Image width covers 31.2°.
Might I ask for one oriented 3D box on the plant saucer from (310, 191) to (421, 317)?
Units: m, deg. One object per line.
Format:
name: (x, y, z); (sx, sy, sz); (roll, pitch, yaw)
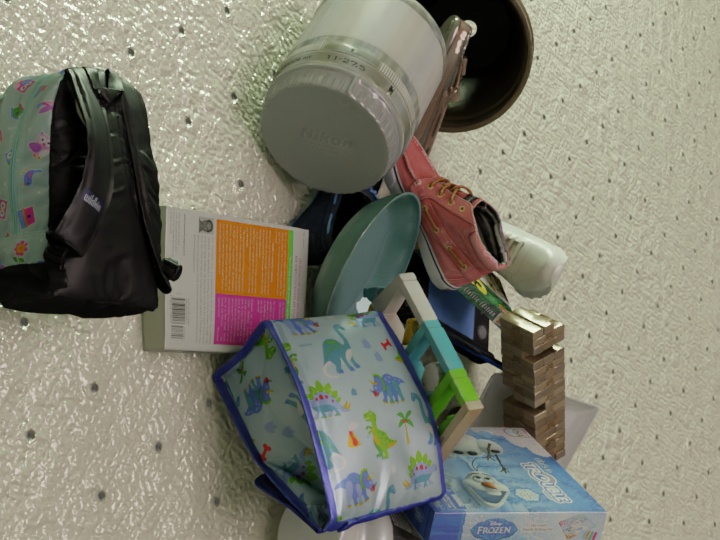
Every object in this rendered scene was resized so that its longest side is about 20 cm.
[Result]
plant saucer: (0.000, 0.000, 1.387); (0.200, 0.036, 0.200); (-52, 159, -30)

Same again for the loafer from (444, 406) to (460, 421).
loafer: (0.173, 0.204, 1.630); (0.200, 0.067, 0.076); (0, 81, -56)

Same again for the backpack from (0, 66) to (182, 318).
backpack: (-0.238, -0.065, 1.044); (0.167, 0.126, 0.200); (15, 68, -66)

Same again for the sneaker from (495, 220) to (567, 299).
sneaker: (0.184, -0.024, 1.619); (0.080, 0.200, 0.076); (34, 88, -27)

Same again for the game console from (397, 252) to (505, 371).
game console: (0.145, 0.053, 1.585); (0.200, 0.118, 0.171); (31, 57, -49)

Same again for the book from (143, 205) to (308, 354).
book: (-0.129, 0.016, 1.256); (0.200, 0.048, 0.134); (9, 77, -54)

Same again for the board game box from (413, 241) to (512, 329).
board game box: (0.115, -0.011, 1.572); (0.200, 0.023, 0.105); (41, 22, -30)

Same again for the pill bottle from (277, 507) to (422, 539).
pill bottle: (0.006, 0.291, 1.322); (0.200, 0.111, 0.111); (37, 53, -46)

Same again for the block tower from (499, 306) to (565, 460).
block tower: (0.202, 0.141, 1.503); (0.054, 0.058, 0.200); (-24, 124, -32)

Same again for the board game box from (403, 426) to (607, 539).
board game box: (0.128, 0.227, 1.380); (0.199, 0.200, 0.043); (4, 107, -22)

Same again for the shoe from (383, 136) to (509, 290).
shoe: (0.097, -0.080, 1.460); (0.071, 0.091, 0.200); (-25, 93, -52)

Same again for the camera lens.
camera lens: (-0.005, -0.200, 1.390); (0.160, 0.160, 0.200); (57, 40, -30)

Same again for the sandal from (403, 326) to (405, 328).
sandal: (0.016, 0.124, 1.426); (0.200, 0.055, 0.082); (-32, 114, -55)

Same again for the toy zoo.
toy zoo: (0.050, 0.096, 1.321); (0.020, 0.131, 0.200); (-6, 53, -31)

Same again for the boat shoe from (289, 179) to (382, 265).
boat shoe: (-0.010, -0.066, 1.430); (0.084, 0.069, 0.200); (58, 39, -29)

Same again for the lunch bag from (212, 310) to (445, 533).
lunch bag: (-0.020, 0.151, 1.246); (0.170, 0.127, 0.200); (-6, 56, -46)

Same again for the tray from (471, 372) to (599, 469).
tray: (0.202, 0.188, 1.582); (0.200, 0.022, 0.107); (20, 103, -38)

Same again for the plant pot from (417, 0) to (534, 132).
plant pot: (0.124, -0.287, 1.604); (0.174, 0.200, 0.200); (-55, 128, -67)

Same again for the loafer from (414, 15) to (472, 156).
loafer: (0.085, -0.201, 1.517); (0.063, 0.200, 0.072); (24, 18, -15)
